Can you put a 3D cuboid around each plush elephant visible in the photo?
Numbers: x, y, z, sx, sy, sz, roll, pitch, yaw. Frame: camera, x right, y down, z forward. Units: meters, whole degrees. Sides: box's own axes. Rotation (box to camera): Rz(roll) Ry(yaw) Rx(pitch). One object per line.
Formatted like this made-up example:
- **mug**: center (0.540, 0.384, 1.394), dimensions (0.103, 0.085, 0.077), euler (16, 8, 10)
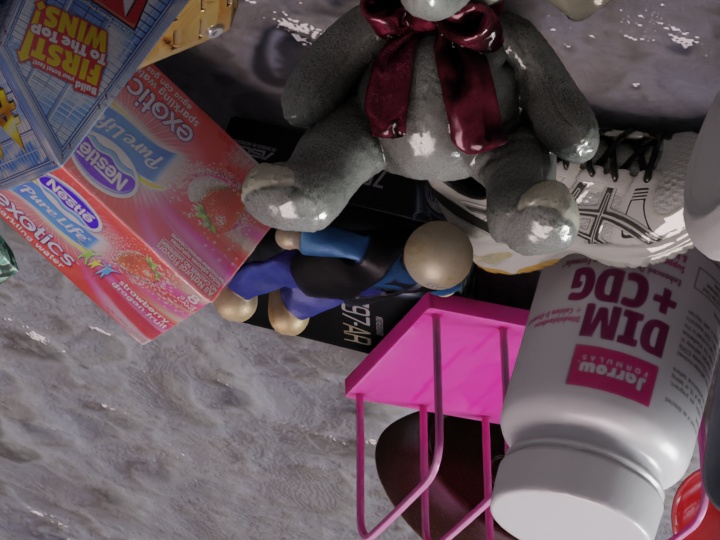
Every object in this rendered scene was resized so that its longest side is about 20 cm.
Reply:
- **plush elephant**: center (0.044, -0.122, 1.173), dimensions (0.165, 0.200, 0.155), euler (9, 129, 14)

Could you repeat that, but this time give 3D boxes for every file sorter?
- **file sorter**: center (0.108, 0.114, 1.531), dimensions (0.200, 0.125, 0.139), euler (11, 149, -20)

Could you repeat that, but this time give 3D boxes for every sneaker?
- **sneaker**: center (0.123, -0.051, 1.332), dimensions (0.200, 0.076, 0.088), euler (-12, 130, 36)

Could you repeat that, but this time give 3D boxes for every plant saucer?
- **plant saucer**: center (0.105, 0.155, 1.649), dimensions (0.200, 0.200, 0.032), euler (23, 117, -10)

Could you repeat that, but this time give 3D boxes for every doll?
- **doll**: center (0.000, 0.000, 1.423), dimensions (0.136, 0.048, 0.200), euler (15, 162, -32)

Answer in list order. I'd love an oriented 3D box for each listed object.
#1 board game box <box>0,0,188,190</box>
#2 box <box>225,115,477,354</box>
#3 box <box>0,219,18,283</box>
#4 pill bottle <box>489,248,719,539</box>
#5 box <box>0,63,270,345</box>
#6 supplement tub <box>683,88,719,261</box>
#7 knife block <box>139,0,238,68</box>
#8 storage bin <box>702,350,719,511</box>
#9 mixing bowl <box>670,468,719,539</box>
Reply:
- **board game box**: center (-0.168, -0.153, 1.178), dimensions (0.200, 0.200, 0.062), euler (33, 151, -28)
- **box**: center (-0.006, -0.012, 1.520), dimensions (0.160, 0.044, 0.200), euler (14, 153, 9)
- **box**: center (-0.288, -0.090, 1.457), dimensions (0.036, 0.144, 0.200), euler (-33, 139, 5)
- **pill bottle**: center (0.146, 0.061, 1.388), dimensions (0.113, 0.200, 0.113), euler (14, 153, 7)
- **box**: center (-0.154, -0.065, 1.402), dimensions (0.200, 0.095, 0.103), euler (44, 147, -11)
- **supplement tub**: center (0.275, -0.037, 1.186), dimensions (0.200, 0.140, 0.140), euler (23, 153, -9)
- **knife block**: center (-0.187, -0.181, 1.312), dimensions (0.200, 0.176, 0.064), euler (-24, 160, -16)
- **storage bin**: center (0.292, 0.063, 1.328), dimensions (0.146, 0.200, 0.134), euler (0, 159, 33)
- **mixing bowl**: center (0.316, 0.171, 1.561), dimensions (0.200, 0.108, 0.200), euler (29, 143, 25)
